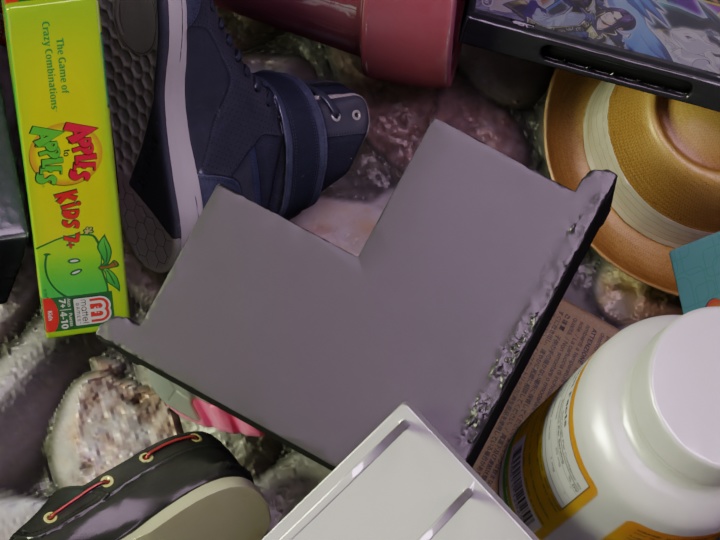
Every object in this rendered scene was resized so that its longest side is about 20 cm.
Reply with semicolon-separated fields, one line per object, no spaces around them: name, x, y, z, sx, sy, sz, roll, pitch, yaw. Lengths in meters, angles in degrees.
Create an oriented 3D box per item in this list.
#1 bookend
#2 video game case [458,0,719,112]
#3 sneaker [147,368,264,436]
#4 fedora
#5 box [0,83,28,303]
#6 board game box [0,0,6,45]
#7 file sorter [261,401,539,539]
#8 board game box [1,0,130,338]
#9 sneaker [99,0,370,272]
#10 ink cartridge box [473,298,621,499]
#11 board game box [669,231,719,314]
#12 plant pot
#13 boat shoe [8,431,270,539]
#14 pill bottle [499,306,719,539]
bookend;0.000;0.000;1.381;0.199;0.092;0.199;27;84;6
video game case;0.158;-0.183;1.544;0.180;0.026;0.201;15;48;-3
sneaker;-0.021;0.031;1.478;0.199;0.095;0.079;-14;109;0
fedora;0.209;-0.080;1.560;0.199;0.082;0.202;5;75;-19
box;-0.271;-0.082;1.429;0.147;0.104;0.201;-6;71;-17
board game box;-0.155;-0.240;1.495;0.046;0.152;0.201;23;66;-5
file sorter;0.034;0.187;1.258;0.139;0.125;0.200;-44;86;8
board game box;-0.156;-0.077;1.392;0.047;0.201;0.102;-8;36;-8
sneaker;-0.070;-0.115;1.467;0.146;0.077;0.203;-20;117;-34
ink cartridge box;0.108;0.130;1.469;0.164;0.075;0.201;30;65;-4
board game box;0.257;0.067;1.492;0.200;0.045;0.153;12;62;-51
plant pot;-0.021;-0.214;1.513;0.178;0.200;0.201;8;67;4
boat shoe;-0.147;0.153;1.400;0.201;0.074;0.063;-28;43;-13
pill bottle;0.150;0.089;1.345;0.110;0.200;0.112;5;69;-14
